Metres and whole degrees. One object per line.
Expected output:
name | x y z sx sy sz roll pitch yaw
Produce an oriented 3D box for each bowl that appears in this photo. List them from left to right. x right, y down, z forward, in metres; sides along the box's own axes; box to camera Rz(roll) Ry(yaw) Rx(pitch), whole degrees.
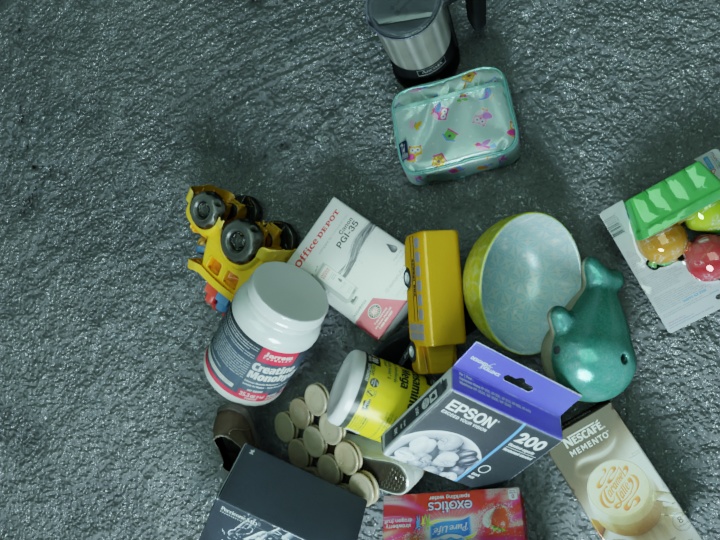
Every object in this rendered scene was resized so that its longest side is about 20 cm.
bowl | 0.216 0.015 0.930 0.108 0.200 0.201 9 82 60

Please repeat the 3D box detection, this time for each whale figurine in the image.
whale figurine | 0.332 0.083 0.881 0.159 0.104 0.201 24 78 -24

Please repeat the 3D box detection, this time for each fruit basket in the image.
fruit basket | 0.470 -0.042 0.903 0.185 0.094 0.200 -31 90 10

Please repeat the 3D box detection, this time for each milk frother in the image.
milk frother | 0.082 -0.421 1.003 0.180 0.188 0.200 -43 73 5

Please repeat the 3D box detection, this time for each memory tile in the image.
memory tile | -0.057 0.286 0.983 0.153 0.017 0.200 -47 63 37

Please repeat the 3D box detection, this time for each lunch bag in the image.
lunch bag | 0.146 -0.231 1.014 0.199 0.077 0.161 -11 79 14

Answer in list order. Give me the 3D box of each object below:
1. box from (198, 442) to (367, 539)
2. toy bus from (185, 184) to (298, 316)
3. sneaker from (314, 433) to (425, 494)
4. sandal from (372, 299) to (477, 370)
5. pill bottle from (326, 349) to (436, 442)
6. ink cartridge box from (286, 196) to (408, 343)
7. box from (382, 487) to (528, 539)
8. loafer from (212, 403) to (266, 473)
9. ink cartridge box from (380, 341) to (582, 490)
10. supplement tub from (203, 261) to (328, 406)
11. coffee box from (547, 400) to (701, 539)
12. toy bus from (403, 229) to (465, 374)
box | -0.121 0.379 0.915 0.199 0.104 0.182 25 123 -1
toy bus | -0.222 -0.023 1.072 0.200 0.136 0.192 38 109 20
sneaker | 0.013 0.291 0.988 0.199 0.085 0.073 9 103 37
sandal | 0.096 0.115 0.973 0.200 0.076 0.043 -36 35 8
pill bottle | 0.060 0.201 0.929 0.199 0.112 0.113 23 88 -9
ink cartridge box | 0.000 0.000 1.017 0.200 0.083 0.147 36 90 18
box | 0.136 0.376 0.900 0.199 0.096 0.100 -8 51 14
loafer | -0.186 0.304 0.992 0.073 0.071 0.201 -11 115 20
ink cartridge box | 0.163 0.203 0.837 0.200 0.198 0.043 -51 26 26
supplement tub | -0.147 0.099 0.980 0.140 0.140 0.200 45 125 17
coffee box | 0.350 0.295 0.876 0.114 0.080 0.200 -33 75 8
toy bus | 0.107 0.046 0.908 0.065 0.078 0.201 -2 86 -17
